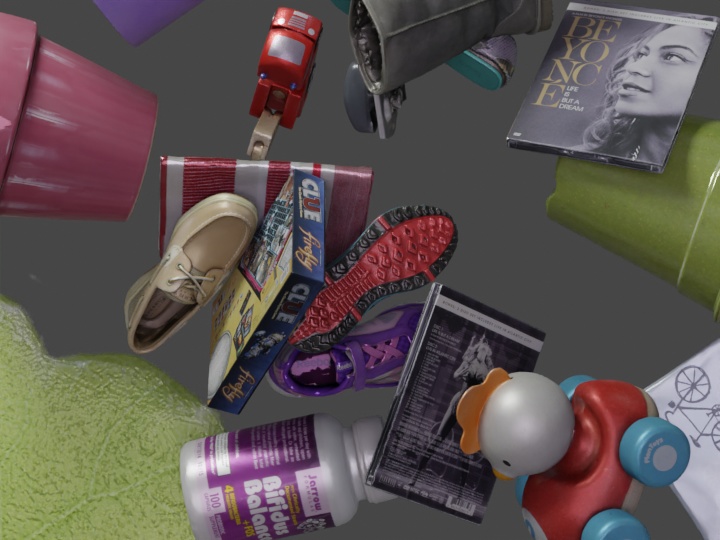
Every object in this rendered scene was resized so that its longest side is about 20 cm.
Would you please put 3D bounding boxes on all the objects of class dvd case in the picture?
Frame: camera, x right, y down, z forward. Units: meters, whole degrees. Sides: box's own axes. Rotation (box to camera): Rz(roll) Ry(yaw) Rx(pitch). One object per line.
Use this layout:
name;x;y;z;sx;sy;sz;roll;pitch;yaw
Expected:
dvd case;0.093;0.130;1.675;0.148;0.016;0.201;24;83;-36
dvd case;0.238;-0.177;1.627;0.148;0.016;0.200;11;52;21

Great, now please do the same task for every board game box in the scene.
board game box;-0.088;0.021;1.628;0.035;0.136;0.200;18;133;-19

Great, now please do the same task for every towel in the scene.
towel;-0.093;-0.052;1.667;0.199;0.144;0.023;3;50;-5

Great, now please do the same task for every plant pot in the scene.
plant pot;0.283;-0.078;1.647;0.190;0.200;0.201;21;94;13
plant pot;-0.294;-0.128;1.650;0.179;0.200;0.201;15;94;-15

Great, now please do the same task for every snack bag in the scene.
snack bag;0.382;0.160;1.729;0.200;0.021;0.189;-35;92;3

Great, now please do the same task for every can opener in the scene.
can opener;0.003;-0.215;1.656;0.067;0.053;0.200;3;126;20

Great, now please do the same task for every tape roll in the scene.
tape roll;-0.232;-0.313;1.620;0.085;0.200;0.200;-34;93;2

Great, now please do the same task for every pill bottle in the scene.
pill bottle;-0.068;0.201;1.697;0.199;0.112;0.113;-13;94;2

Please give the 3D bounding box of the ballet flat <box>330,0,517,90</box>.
ballet flat;0.065;-0.247;1.693;0.200;0.072;0.072;29;94;-1

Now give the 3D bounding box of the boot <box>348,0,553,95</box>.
boot;0.079;-0.271;1.600;0.199;0.073;0.182;-16;107;-20

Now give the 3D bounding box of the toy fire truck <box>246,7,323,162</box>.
toy fire truck;-0.086;-0.143;1.658;0.049;0.200;0.141;18;66;0

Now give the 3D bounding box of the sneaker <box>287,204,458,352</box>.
sneaker;0.000;0.000;1.672;0.200;0.096;0.079;-33;99;-10

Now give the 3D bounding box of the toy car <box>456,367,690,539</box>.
toy car;0.165;0.168;1.625;0.200;0.184;0.177;21;95;-21

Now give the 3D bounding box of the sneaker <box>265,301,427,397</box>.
sneaker;0.002;0.084;1.699;0.199;0.088;0.081;-13;92;1

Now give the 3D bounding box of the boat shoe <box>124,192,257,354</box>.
boat shoe;-0.163;0.006;1.664;0.072;0.065;0.200;28;127;-25
